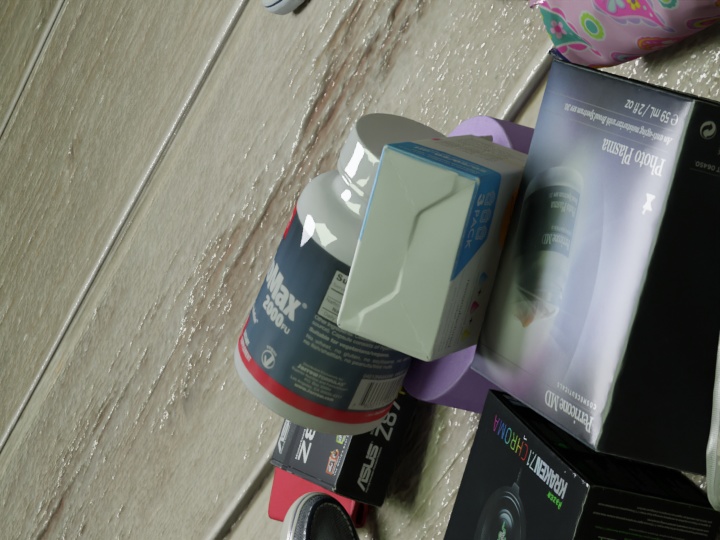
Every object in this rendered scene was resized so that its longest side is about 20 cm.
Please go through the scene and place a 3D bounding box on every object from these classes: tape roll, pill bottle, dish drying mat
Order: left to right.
[{"bbox_3d":[-0.030,0.169,1.911,0.200,0.018,0.078,170,110,-68],"label":"dish drying mat"},{"bbox_3d":[0.000,0.000,1.613,0.120,0.119,0.201,-110,39,-55],"label":"pill bottle"},{"bbox_3d":[0.089,-0.002,1.639,0.200,0.065,0.202,-167,90,-70],"label":"tape roll"}]

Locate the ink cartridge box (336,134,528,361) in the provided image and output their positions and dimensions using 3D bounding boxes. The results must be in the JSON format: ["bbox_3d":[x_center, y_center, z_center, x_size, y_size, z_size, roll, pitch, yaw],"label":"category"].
[{"bbox_3d":[0.064,-0.019,1.467,0.200,0.067,0.116,-15,-58,-68],"label":"ink cartridge box"}]

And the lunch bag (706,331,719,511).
[{"bbox_3d":[0.249,0.044,1.127,0.164,0.117,0.202,10,82,68],"label":"lunch bag"}]

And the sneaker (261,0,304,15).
[{"bbox_3d":[-0.060,-0.322,2.201,0.200,0.070,0.073,123,152,-42],"label":"sneaker"}]

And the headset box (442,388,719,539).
[{"bbox_3d":[0.115,0.198,1.415,0.174,0.092,0.202,-135,60,-67],"label":"headset box"}]

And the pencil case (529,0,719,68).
[{"bbox_3d":[0.183,-0.185,1.480,0.200,0.087,0.088,165,116,-66],"label":"pencil case"}]

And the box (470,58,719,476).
[{"bbox_3d":[0.170,-0.003,1.353,0.200,0.122,0.200,-150,73,-69],"label":"box"}]

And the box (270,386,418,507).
[{"bbox_3d":[0.004,0.071,1.814,0.202,0.049,0.161,-71,18,-3],"label":"box"}]

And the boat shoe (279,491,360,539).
[{"bbox_3d":[-0.005,0.244,1.738,0.093,0.074,0.202,-44,47,48],"label":"boat shoe"}]
